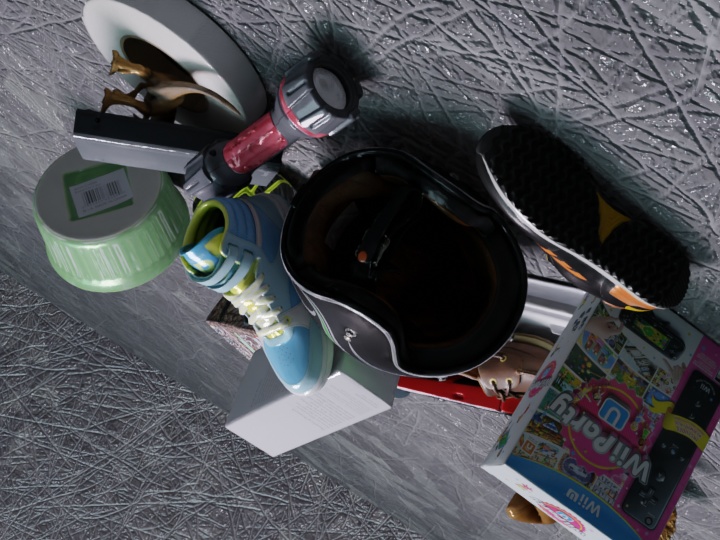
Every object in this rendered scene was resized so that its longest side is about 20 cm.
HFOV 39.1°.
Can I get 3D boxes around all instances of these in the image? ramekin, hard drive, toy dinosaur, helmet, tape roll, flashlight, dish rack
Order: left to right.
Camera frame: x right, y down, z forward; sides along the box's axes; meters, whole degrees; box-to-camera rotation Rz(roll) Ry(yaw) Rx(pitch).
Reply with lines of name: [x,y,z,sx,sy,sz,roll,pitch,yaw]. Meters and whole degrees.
ramekin: [-0.336,-0.080,1.355,0.200,0.200,0.098,28,153,21]
toy dinosaur: [-0.190,-0.174,0.982,0.106,0.061,0.200,10,176,-23]
tape roll: [-0.185,-0.207,1.008,0.203,0.037,0.203,31,162,11]
hard drive: [-0.184,-0.123,1.036,0.200,0.033,0.140,7,176,-11]
flashlight: [-0.085,-0.116,0.889,0.068,0.068,0.200,27,141,-34]
helmet: [0.043,0.001,0.896,0.200,0.200,0.191,18,164,43]
dish rack: [0.190,0.069,1.038,0.200,0.044,0.172,13,151,47]

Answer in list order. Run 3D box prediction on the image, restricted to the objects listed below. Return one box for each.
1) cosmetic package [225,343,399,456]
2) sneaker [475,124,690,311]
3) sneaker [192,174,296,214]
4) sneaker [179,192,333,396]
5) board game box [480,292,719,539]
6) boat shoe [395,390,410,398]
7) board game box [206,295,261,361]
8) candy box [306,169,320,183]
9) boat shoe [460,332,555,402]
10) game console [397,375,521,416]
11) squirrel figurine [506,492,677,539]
cosmetic package: [-0.045,0.110,1.039,0.071,0.102,0.200,37,139,-23]
sneaker: [0.157,-0.031,0.793,0.200,0.070,0.090,36,159,-11]
sneaker: [-0.120,-0.080,1.192,0.076,0.076,0.200,22,175,-35]
sneaker: [-0.102,0.023,0.922,0.079,0.200,0.130,-27,165,30]
board game box: [0.219,0.126,0.871,0.147,0.200,0.064,36,162,-4]
boat shoe: [0.035,0.111,1.226,0.063,0.074,0.201,-5,-175,22]
board game box: [-0.068,0.037,1.221,0.097,0.160,0.200,44,159,-27]
candy box: [0.000,0.000,1.069,0.056,0.117,0.200,-2,141,50]
boat shoe: [0.148,0.100,1.008,0.200,0.068,0.072,21,157,35]
game console: [0.127,0.131,1.137,0.177,0.031,0.200,6,179,22]
squirrel figurine: [0.302,0.251,1.211,0.200,0.142,0.187,28,157,-29]
